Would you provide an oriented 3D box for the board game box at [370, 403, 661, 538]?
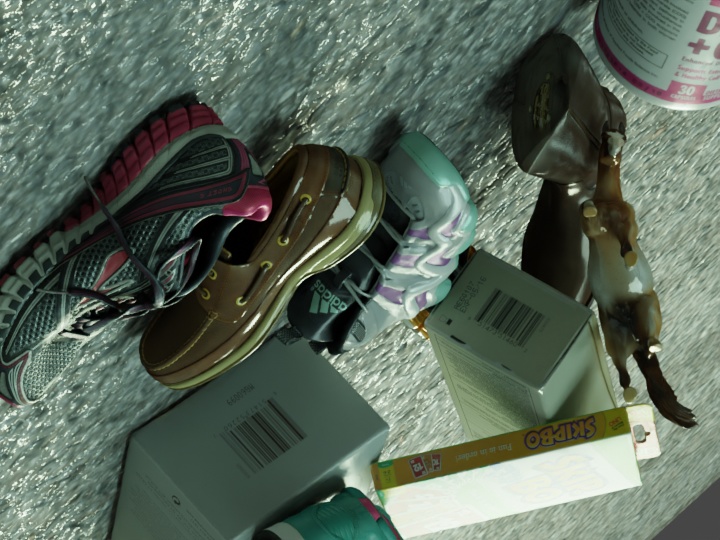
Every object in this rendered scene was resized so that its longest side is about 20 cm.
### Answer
[{"bbox_3d":[0.113,0.141,1.906,0.199,0.030,0.096,-16,152,3],"label":"board game box"}]

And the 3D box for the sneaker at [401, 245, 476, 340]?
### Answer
[{"bbox_3d":[0.069,0.018,1.979,0.077,0.078,0.200,-49,162,1],"label":"sneaker"}]

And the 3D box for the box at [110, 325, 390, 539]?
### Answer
[{"bbox_3d":[-0.083,0.161,1.915,0.152,0.106,0.200,-34,160,-29],"label":"box"}]

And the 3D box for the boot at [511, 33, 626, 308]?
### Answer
[{"bbox_3d":[0.133,-0.056,1.885,0.200,0.064,0.188,30,70,-75],"label":"boot"}]

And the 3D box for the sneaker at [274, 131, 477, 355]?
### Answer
[{"bbox_3d":[0.000,0.000,1.778,0.140,0.078,0.200,-34,157,-20],"label":"sneaker"}]

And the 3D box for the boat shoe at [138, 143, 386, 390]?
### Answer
[{"bbox_3d":[-0.073,-0.007,1.637,0.067,0.072,0.200,26,123,-36],"label":"boat shoe"}]

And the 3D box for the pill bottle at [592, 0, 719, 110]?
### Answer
[{"bbox_3d":[0.229,-0.205,1.752,0.113,0.113,0.200,-33,159,-30],"label":"pill bottle"}]

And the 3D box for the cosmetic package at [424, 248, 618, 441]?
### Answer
[{"bbox_3d":[0.119,0.077,1.940,0.073,0.103,0.200,-53,156,-15],"label":"cosmetic package"}]

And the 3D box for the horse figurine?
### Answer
[{"bbox_3d":[0.180,0.010,1.843,0.050,0.201,0.133,-14,-167,7],"label":"horse figurine"}]

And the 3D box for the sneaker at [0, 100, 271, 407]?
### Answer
[{"bbox_3d":[-0.134,0.001,1.487,0.200,0.075,0.081,-48,162,16],"label":"sneaker"}]

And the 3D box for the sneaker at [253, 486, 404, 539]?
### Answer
[{"bbox_3d":[-0.021,0.216,1.877,0.120,0.084,0.200,-24,153,-26],"label":"sneaker"}]
